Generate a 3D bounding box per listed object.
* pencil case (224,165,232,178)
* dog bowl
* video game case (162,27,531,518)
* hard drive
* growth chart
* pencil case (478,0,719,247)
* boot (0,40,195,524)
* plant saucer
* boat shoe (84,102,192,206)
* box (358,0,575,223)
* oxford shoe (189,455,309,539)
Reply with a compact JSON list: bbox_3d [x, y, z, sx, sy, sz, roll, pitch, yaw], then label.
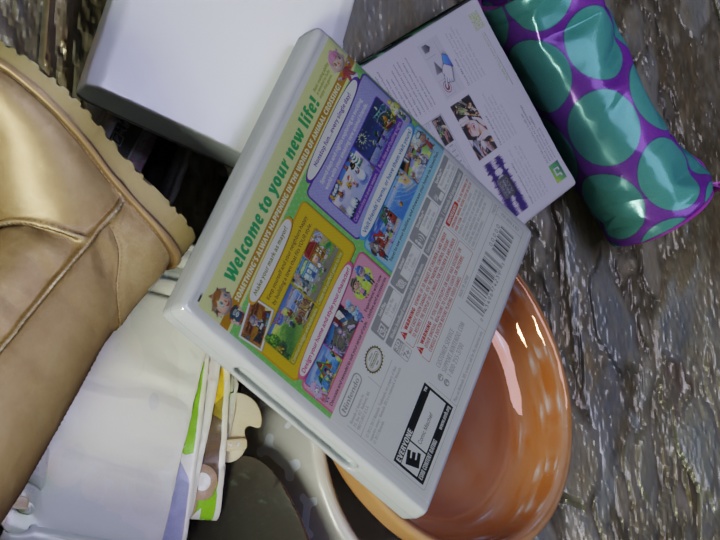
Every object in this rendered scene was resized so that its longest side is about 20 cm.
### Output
[{"bbox_3d":[-0.054,-0.091,1.222,0.078,0.089,0.202,5,67,-74],"label":"pencil case"},{"bbox_3d":[0.020,0.114,1.220,0.199,0.058,0.202,19,61,-38],"label":"dog bowl"},{"bbox_3d":[0.000,0.000,1.131,0.182,0.022,0.201,42,52,-24],"label":"video game case"},{"bbox_3d":[-0.067,-0.159,1.170,0.131,0.026,0.201,24,66,-20],"label":"hard drive"},{"bbox_3d":[-0.114,0.073,1.095,0.144,0.018,0.201,27,70,-34],"label":"growth chart"},{"bbox_3d":[0.162,-0.118,1.441,0.092,0.085,0.201,-32,98,-18],"label":"pencil case"},{"bbox_3d":[-0.189,0.007,1.008,0.175,0.066,0.200,43,64,-14],"label":"boot"},{"bbox_3d":[0.040,0.066,1.192,0.199,0.037,0.202,21,59,-39],"label":"plant saucer"},{"bbox_3d":[-0.131,-0.046,1.139,0.067,0.057,0.201,36,50,-29],"label":"boat shoe"},{"bbox_3d":[0.045,-0.075,1.345,0.200,0.036,0.145,-36,99,-48],"label":"box"},{"bbox_3d":[-0.040,0.198,1.133,0.071,0.071,0.202,24,48,-73],"label":"oxford shoe"}]
